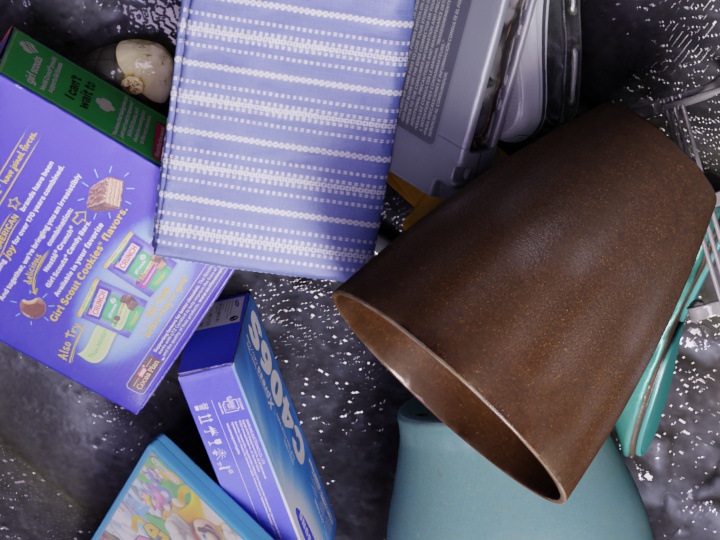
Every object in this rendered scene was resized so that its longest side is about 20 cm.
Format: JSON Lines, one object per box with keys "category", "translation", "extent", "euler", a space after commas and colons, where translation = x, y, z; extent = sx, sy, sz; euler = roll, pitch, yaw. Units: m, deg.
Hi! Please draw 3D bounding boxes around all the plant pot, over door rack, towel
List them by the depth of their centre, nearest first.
{"category": "plant pot", "translation": [0.117, 0.004, 1.568], "extent": [0.187, 0.187, 0.200], "euler": [45, 80, -18]}
{"category": "towel", "translation": [-0.049, -0.095, 1.612], "extent": [0.144, 0.024, 0.202], "euler": [7, 109, -6]}
{"category": "over door rack", "translation": [0.283, -0.065, 1.648], "extent": [0.199, 0.067, 0.149], "euler": [-17, 97, 3]}
{"category": "plant pot", "translation": [0.106, 0.172, 1.759], "extent": [0.198, 0.200, 0.190], "euler": [-7, 100, 11]}

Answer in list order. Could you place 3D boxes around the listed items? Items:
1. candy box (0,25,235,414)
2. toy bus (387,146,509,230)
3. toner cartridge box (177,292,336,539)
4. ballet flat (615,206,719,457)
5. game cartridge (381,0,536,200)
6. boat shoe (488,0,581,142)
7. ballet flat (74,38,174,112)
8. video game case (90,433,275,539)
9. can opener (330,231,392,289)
{"category": "candy box", "translation": [-0.186, -0.030, 1.685], "extent": [0.199, 0.077, 0.170], "euler": [30, 114, -14]}
{"category": "toy bus", "translation": [0.096, -0.021, 1.688], "extent": [0.200, 0.078, 0.065], "euler": [41, 119, 2]}
{"category": "toner cartridge box", "translation": [-0.069, 0.126, 1.806], "extent": [0.043, 0.095, 0.201], "euler": [-12, 118, 14]}
{"category": "ballet flat", "translation": [0.190, 0.028, 1.739], "extent": [0.070, 0.067, 0.201], "euler": [23, 119, 12]}
{"category": "game cartridge", "translation": [0.044, -0.157, 1.607], "extent": [0.041, 0.133, 0.201], "euler": [-7, 122, -41]}
{"category": "boat shoe", "translation": [0.102, -0.183, 1.620], "extent": [0.072, 0.071, 0.202], "euler": [12, 107, 43]}
{"category": "ballet flat", "translation": [-0.199, -0.085, 1.721], "extent": [0.199, 0.057, 0.067], "euler": [-34, 109, 23]}
{"category": "video game case", "translation": [-0.122, 0.212, 1.836], "extent": [0.143, 0.018, 0.200], "euler": [43, 143, 6]}
{"category": "can opener", "translation": [0.000, 0.000, 1.758], "extent": [0.199, 0.053, 0.066], "euler": [34, 153, -11]}
